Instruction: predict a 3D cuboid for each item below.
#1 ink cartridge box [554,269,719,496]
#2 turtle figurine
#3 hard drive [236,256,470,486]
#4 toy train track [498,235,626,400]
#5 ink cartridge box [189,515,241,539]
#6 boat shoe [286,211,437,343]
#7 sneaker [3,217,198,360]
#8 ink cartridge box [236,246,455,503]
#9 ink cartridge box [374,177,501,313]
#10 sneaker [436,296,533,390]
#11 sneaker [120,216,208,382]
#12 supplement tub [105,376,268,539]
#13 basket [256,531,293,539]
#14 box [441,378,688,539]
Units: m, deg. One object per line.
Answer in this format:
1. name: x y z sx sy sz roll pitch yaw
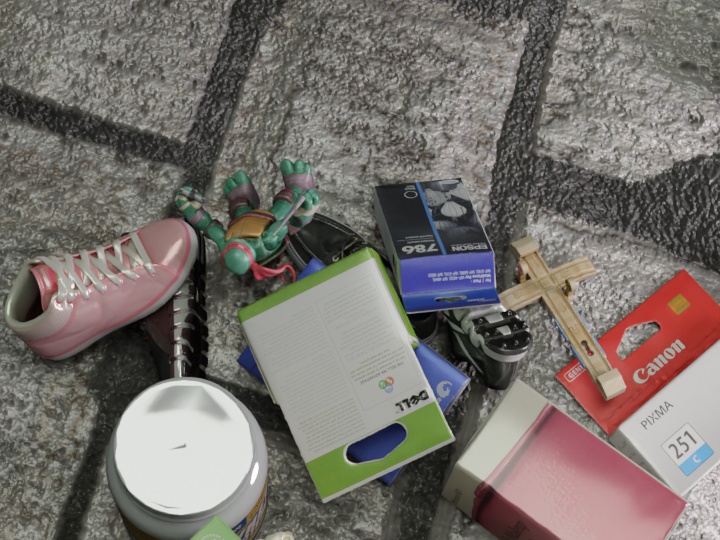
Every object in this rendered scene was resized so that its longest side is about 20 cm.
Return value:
1. ink cartridge box: 0.330 0.110 1.469 0.199 0.045 0.176 -37 76 -18
2. turtle figurine: -0.110 -0.050 1.423 0.148 0.102 0.200 4 23 7
3. hard drive: -0.008 0.100 1.435 0.199 0.025 0.132 38 91 11
4. toy train track: 0.213 0.042 1.477 0.114 0.033 0.201 -23 62 -12
5. ink cartridge box: -0.090 0.315 1.166 0.200 0.067 0.117 43 70 12
6. boat shoe: 0.000 0.000 1.476 0.200 0.066 0.070 43 70 13
7. sneaker: -0.254 0.009 1.380 0.199 0.105 0.076 -34 62 5
8. ink cartridge box: -0.011 0.101 1.384 0.147 0.076 0.201 -26 82 6
9. ink cartridge box: 0.076 -0.029 1.453 0.098 0.040 0.201 -5 33 -8
10. sneaker: 0.109 0.046 1.465 0.066 0.091 0.201 -12 43 -19
11. sneaker: -0.217 0.048 1.448 0.114 0.076 0.202 -5 67 10
12. supplement tub: -0.156 0.188 1.313 0.143 0.200 0.146 1 67 -3
13. basket: -0.122 0.361 1.268 0.196 0.161 0.202 -16 71 -12
14. box: 0.190 0.218 1.367 0.199 0.128 0.109 35 70 11
